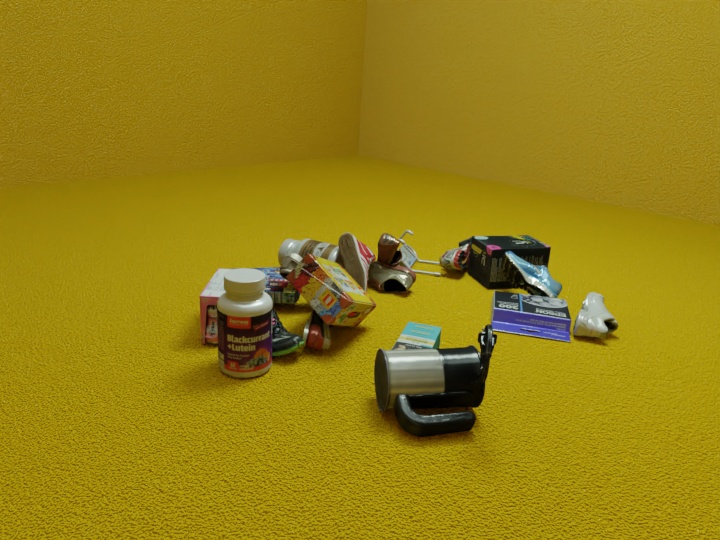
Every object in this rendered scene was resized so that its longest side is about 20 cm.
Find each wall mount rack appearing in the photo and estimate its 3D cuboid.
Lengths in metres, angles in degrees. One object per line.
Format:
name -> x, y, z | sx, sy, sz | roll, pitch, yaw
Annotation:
wall mount rack -> 0.183, -0.041, 1.935 | 0.174, 0.075, 0.200 | 45, 26, 0

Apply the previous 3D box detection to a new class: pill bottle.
pill bottle -> -0.137, -0.031, 1.763 | 0.199, 0.115, 0.114 | 14, 21, 28
pill bottle -> -0.233, 0.103, 1.217 | 0.110, 0.202, 0.112 | 3, 19, -1

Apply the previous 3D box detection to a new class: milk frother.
milk frother -> 0.135, 0.175, 1.086 | 0.186, 0.202, 0.181 | -1, 23, -12

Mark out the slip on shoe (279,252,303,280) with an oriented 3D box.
slip on shoe -> -0.125, 0.038, 1.541 | 0.076, 0.200, 0.061 | -15, 40, 45

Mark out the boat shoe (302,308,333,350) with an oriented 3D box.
boat shoe -> -0.091, 0.123, 1.394 | 0.062, 0.072, 0.200 | 10, 21, 0

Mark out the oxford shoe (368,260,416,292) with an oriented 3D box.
oxford shoe -> 0.055, 0.021, 1.725 | 0.198, 0.071, 0.075 | 4, 34, 24

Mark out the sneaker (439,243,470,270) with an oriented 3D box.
sneaker -> 0.306, -0.044, 1.931 | 0.081, 0.079, 0.200 | -1, 3, 24

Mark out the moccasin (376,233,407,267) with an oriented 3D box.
moccasin -> 0.092, -0.040, 1.766 | 0.077, 0.202, 0.074 | 20, 60, 11

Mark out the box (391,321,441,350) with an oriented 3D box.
box -> 0.118, 0.176, 1.309 | 0.082, 0.050, 0.200 | 9, 19, 15

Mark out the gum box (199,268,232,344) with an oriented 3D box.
gum box -> -0.319, 0.082, 1.398 | 0.065, 0.115, 0.200 | 3, 18, -1

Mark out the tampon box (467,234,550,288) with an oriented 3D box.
tampon box -> 0.454, -0.031, 1.857 | 0.198, 0.127, 0.150 | -2, 19, -16

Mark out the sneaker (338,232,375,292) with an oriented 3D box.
sneaker -> 0.000, 0.000, 1.682 | 0.071, 0.202, 0.112 | -20, -23, 24

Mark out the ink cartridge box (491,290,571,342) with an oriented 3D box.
ink cartridge box -> 0.441, 0.114, 1.566 | 0.196, 0.044, 0.200 | 8, 20, 10

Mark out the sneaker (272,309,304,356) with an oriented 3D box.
sneaker -> -0.204, 0.129, 1.325 | 0.199, 0.085, 0.076 | 18, 29, 39

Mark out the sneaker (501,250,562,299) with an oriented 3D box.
sneaker -> 0.488, 0.014, 1.719 | 0.090, 0.079, 0.200 | -33, 64, -25

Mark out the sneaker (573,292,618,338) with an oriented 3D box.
sneaker -> 0.609, 0.124, 1.540 | 0.099, 0.079, 0.200 | 19, 32, 23

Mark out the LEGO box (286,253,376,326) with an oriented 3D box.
LEGO box -> -0.062, 0.050, 1.396 | 0.149, 0.077, 0.200 | 47, 9, 18

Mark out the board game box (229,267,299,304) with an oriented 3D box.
board game box -> -0.261, 0.044, 1.604 | 0.198, 0.062, 0.200 | 3, 19, 0

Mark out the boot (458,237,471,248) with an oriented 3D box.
boot -> 0.454, -0.065, 2.070 | 0.163, 0.066, 0.200 | -3, 15, -24
